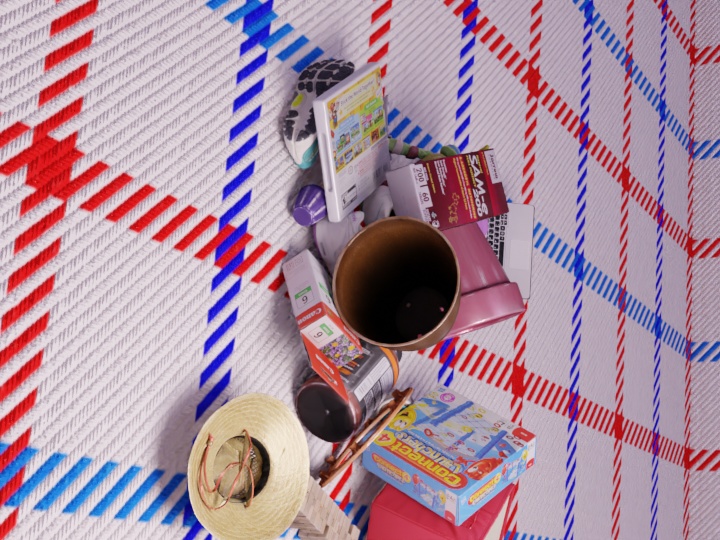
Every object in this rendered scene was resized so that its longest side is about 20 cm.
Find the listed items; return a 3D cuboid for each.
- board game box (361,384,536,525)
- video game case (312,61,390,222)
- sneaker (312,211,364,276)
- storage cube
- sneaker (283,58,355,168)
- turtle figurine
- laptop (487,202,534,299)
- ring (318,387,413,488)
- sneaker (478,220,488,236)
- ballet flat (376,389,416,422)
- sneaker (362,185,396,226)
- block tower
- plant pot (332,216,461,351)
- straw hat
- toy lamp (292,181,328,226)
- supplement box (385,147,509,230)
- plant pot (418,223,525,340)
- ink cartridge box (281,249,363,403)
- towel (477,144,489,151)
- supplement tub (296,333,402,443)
[{"bbox_3d":[0.136,0.278,1.710,0.195,0.198,0.057,-28,130,-40],"label":"board game box"},{"bbox_3d":[-0.009,-0.195,1.659,0.200,0.023,0.185,-45,134,-54],"label":"video game case"},{"bbox_3d":[0.000,0.000,1.693,0.075,0.098,0.202,-91,161,-59],"label":"sneaker"},{"bbox_3d":[0.120,0.409,1.730,0.171,0.177,0.203,-44,147,-51],"label":"storage cube"},{"bbox_3d":[-0.064,-0.241,1.665,0.080,0.076,0.202,78,31,-52],"label":"sneaker"},{"bbox_3d":[0.067,-0.148,1.852,0.194,0.199,0.145,-46,156,-24],"label":"turtle figurine"},{"bbox_3d":[0.238,-0.058,2.094,0.116,0.196,0.191,101,-5,-76],"label":"laptop"},{"bbox_3d":[0.003,0.240,1.621,0.019,0.201,0.200,43,39,1],"label":"ring"},{"bbox_3d":[0.174,-0.126,2.015,0.114,0.072,0.203,-37,114,-48],"label":"sneaker"},{"bbox_3d":[0.076,0.237,1.847,0.200,0.068,0.070,47,48,-51],"label":"ballet flat"},{"bbox_3d":[0.036,-0.026,1.746,0.080,0.069,0.204,-127,-148,-62],"label":"sneaker"},{"bbox_3d":[-0.068,0.354,1.594,0.201,0.053,0.058,55,43,-42],"label":"block tower"},{"bbox_3d":[0.073,0.042,1.639,0.200,0.184,0.190,48,45,-67],"label":"plant pot"},{"bbox_3d":[-0.164,0.252,1.414,0.199,0.084,0.205,8,79,-45],"label":"straw hat"},{"bbox_3d":[-0.046,-0.132,1.680,0.201,0.057,0.059,-55,132,-50],"label":"toy lamp"},{"bbox_3d":[0.138,-0.120,1.720,0.198,0.060,0.111,-16,92,-42],"label":"supplement box"},{"bbox_3d":[0.165,0.016,1.905,0.199,0.198,0.182,-4,74,-59],"label":"plant pot"},{"bbox_3d":[-0.047,0.077,1.569,0.109,0.050,0.202,48,15,-44],"label":"ink cartridge box"},{"bbox_3d":[0.164,-0.132,1.867,0.018,0.086,0.201,43,44,-15],"label":"towel"},{"bbox_3d":[-0.009,0.163,1.663,0.200,0.105,0.109,-45,124,-52],"label":"supplement tub"}]
